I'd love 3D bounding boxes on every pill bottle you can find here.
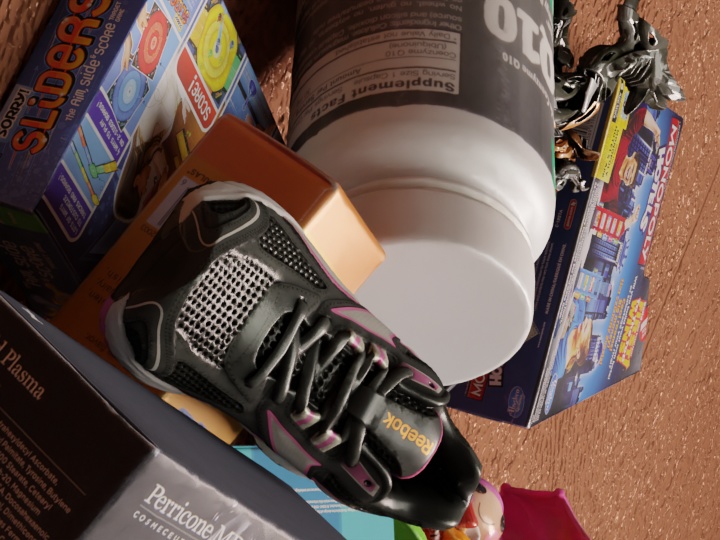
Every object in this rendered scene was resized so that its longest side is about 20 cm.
[{"bbox_3d":[0.025,-0.057,1.176,0.113,0.113,0.200,78,11,-49],"label":"pill bottle"}]

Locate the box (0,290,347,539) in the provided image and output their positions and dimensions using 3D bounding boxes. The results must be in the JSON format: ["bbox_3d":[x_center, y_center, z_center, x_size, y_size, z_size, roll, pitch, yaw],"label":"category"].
[{"bbox_3d":[-0.100,0.136,0.945,0.182,0.104,0.200,-51,141,0],"label":"box"}]

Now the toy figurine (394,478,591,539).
[{"bbox_3d":[0.049,0.156,1.410,0.200,0.150,0.184,55,24,-9],"label":"toy figurine"}]

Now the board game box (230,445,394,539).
[{"bbox_3d":[-0.042,0.172,1.156,0.151,0.047,0.200,5,82,-57],"label":"board game box"}]

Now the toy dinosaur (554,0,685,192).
[{"bbox_3d":[0.090,-0.090,1.441,0.136,0.102,0.200,-37,161,-34],"label":"toy dinosaur"}]

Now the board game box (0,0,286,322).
[{"bbox_3d":[-0.084,-0.031,1.110,0.135,0.034,0.200,-65,156,-24],"label":"board game box"}]

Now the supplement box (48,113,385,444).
[{"bbox_3d":[-0.082,0.042,1.045,0.200,0.069,0.067,-49,149,-9],"label":"supplement box"}]

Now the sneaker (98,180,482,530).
[{"bbox_3d":[-0.010,0.036,0.992,0.080,0.086,0.200,-58,147,-3],"label":"sneaker"}]

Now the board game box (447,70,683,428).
[{"bbox_3d":[0.123,-0.006,1.609,0.200,0.062,0.200,20,85,-70],"label":"board game box"}]

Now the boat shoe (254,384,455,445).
[{"bbox_3d":[0.013,0.050,1.368,0.200,0.063,0.073,-44,146,-51],"label":"boat shoe"}]
